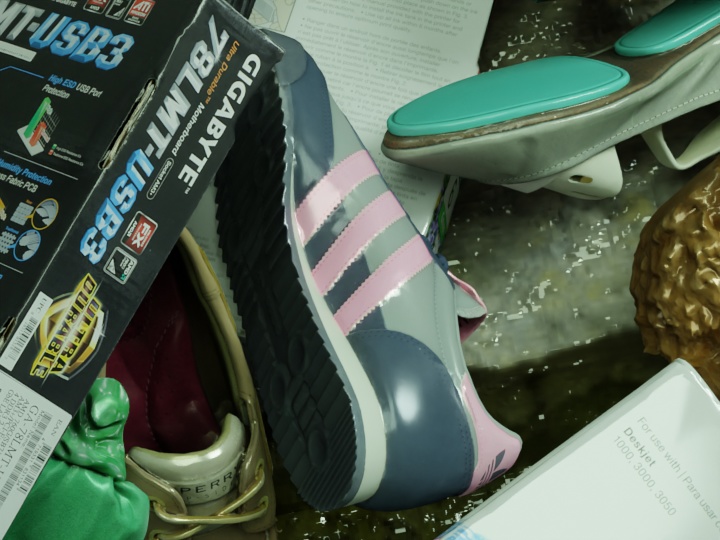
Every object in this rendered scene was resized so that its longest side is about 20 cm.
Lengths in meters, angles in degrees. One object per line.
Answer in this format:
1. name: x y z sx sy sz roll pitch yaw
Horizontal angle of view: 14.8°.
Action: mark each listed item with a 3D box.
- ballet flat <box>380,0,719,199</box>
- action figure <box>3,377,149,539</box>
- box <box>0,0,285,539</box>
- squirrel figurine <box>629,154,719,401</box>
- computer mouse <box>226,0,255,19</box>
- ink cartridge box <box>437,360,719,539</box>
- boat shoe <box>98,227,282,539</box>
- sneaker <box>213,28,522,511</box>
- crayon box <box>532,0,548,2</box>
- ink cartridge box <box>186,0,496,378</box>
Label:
1. ballet flat: 0.101 -0.061 1.066 0.200 0.064 0.067 -24 23 -23
2. action figure: -0.135 0.120 0.973 0.118 0.055 0.200 29 106 -20
3. box: -0.146 -0.022 0.978 0.200 0.050 0.199 19 75 46
4. squirrel figurine: 0.208 0.013 1.008 0.200 0.142 0.187 -44 92 -4
5. computer mouse: -0.118 -0.087 1.086 0.199 0.046 0.141 -8 36 22
6. ink cartridge box: 0.049 0.133 0.946 0.200 0.145 0.085 -37 78 -11
7. boat shoe: -0.068 0.067 0.996 0.074 0.066 0.201 -22 99 -21
8. sneaker: 0.000 0.000 1.022 0.082 0.070 0.201 2 57 -27
9. crayon box: 0.113 -0.211 1.056 0.126 0.051 0.201 -8 86 -7
10. ink cartridge box: -0.012 -0.053 1.098 0.109 0.050 0.201 14 67 11
